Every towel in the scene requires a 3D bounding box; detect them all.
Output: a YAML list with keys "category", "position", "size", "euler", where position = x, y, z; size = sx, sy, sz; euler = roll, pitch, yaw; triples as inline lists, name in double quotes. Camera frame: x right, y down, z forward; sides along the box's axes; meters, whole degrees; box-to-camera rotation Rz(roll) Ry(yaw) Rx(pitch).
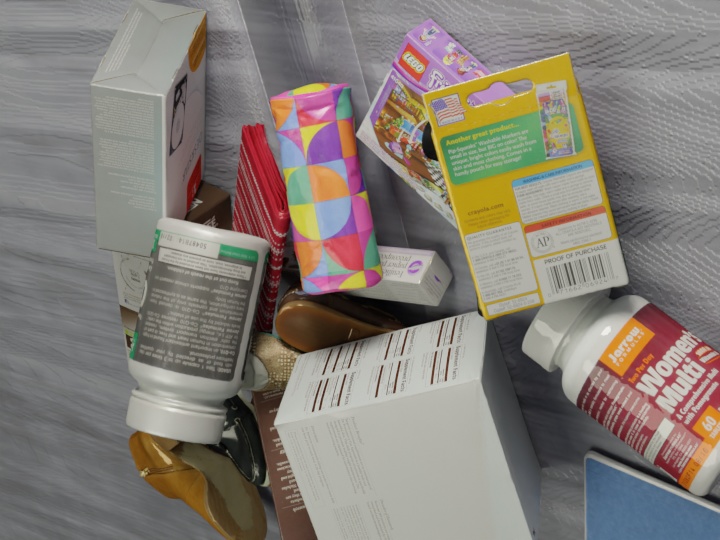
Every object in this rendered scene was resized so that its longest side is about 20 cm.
- category: "towel"
  position: [-0.101, -0.031, 1.658]
  size: [0.201, 0.022, 0.145]
  euler: [100, 157, -43]

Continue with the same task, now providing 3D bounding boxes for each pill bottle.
- category: "pill bottle"
  position: [-0.159, 0.057, 1.569]
  size: [0.112, 0.113, 0.202]
  euler: [12, 90, 39]
- category: "pill bottle"
  position: [0.242, 0.091, 1.397]
  size: [0.199, 0.109, 0.110]
  euler: [37, 139, 17]

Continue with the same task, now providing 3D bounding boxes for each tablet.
- category: "tablet"
  position: [0.297, 0.253, 1.543]
  size: [0.199, 0.014, 0.131]
  euler: [22, 132, 34]

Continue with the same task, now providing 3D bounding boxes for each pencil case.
- category: "pencil case"
  position: [-0.032, -0.073, 1.529]
  size: [0.088, 0.088, 0.202]
  euler: [0, 102, 45]

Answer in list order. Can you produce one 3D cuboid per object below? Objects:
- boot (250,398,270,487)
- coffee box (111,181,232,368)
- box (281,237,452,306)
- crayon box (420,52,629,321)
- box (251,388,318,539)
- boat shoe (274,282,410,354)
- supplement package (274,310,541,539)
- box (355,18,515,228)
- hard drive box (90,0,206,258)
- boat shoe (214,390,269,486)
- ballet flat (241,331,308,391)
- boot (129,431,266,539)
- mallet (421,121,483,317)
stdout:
- category: "boot"
  position: [-0.054, 0.218, 1.831]
  size: [0.201, 0.071, 0.145]
  euler: [40, 145, 23]
- category: "coffee box"
  position: [-0.197, 0.014, 1.771]
  size: [0.079, 0.114, 0.201]
  euler: [23, 134, 30]
- category: "box"
  position: [0.000, 0.000, 1.616]
  size: [0.199, 0.039, 0.041]
  euler: [6, 149, 43]
- category: "crayon box"
  position: [0.135, -0.072, 1.339]
  size: [0.125, 0.052, 0.202]
  euler: [-14, 109, 9]
- category: "box"
  position: [-0.053, 0.195, 1.700]
  size: [0.074, 0.100, 0.202]
  euler: [-15, 75, 12]
- category: "boat shoe"
  position: [0.011, 0.068, 1.634]
  size: [0.199, 0.070, 0.071]
  euler: [29, 114, -4]
- category: "supplement package"
  position: [0.051, 0.170, 1.556]
  size: [0.198, 0.147, 0.193]
  euler: [-14, 112, 14]
- category: "box"
  position: [0.098, -0.106, 1.444]
  size: [0.200, 0.039, 0.137]
  euler: [43, 140, 11]
- category: "hard drive box"
  position: [-0.207, -0.139, 1.621]
  size: [0.076, 0.157, 0.201]
  euler: [10, 132, 5]
- category: "boat shoe"
  position: [-0.158, 0.161, 1.818]
  size: [0.200, 0.066, 0.075]
  euler: [64, 146, 33]
- category: "ballet flat"
  position: [-0.143, 0.091, 1.660]
  size: [0.198, 0.065, 0.071]
  euler: [12, 127, 27]
- category: "boot"
  position: [-0.201, 0.264, 2.002]
  size: [0.202, 0.071, 0.144]
  euler: [54, 148, 3]
- category: "mallet"
  position: [0.091, -0.046, 1.438]
  size: [0.065, 0.041, 0.201]
  euler: [21, 134, 30]
